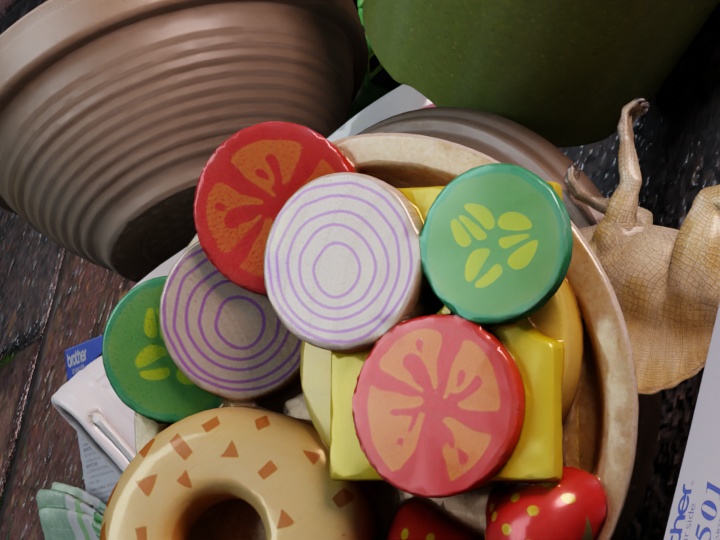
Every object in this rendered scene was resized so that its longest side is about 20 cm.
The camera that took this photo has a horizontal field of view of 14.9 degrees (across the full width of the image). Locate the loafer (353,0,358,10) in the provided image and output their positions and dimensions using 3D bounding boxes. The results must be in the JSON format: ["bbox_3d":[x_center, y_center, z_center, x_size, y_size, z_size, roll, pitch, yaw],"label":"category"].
[{"bbox_3d":[0.007,-0.181,1.389,0.200,0.073,0.071,-44,35,52],"label":"loafer"}]

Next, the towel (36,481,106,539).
[{"bbox_3d":[-0.108,0.185,1.297,0.200,0.023,0.153,8,104,64],"label":"towel"}]

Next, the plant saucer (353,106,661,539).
[{"bbox_3d":[0.027,0.038,1.050,0.200,0.029,0.200,5,97,42],"label":"plant saucer"}]

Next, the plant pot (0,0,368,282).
[{"bbox_3d":[-0.083,-0.057,1.300,0.201,0.201,0.093,-50,53,45],"label":"plant pot"}]

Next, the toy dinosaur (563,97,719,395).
[{"bbox_3d":[0.119,0.000,0.946,0.200,0.058,0.101,16,72,37],"label":"toy dinosaur"}]

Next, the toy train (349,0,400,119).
[{"bbox_3d":[0.014,-0.110,1.364,0.200,0.042,0.056,-43,44,53],"label":"toy train"}]

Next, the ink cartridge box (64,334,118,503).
[{"bbox_3d":[-0.094,0.126,1.324,0.119,0.042,0.200,-22,78,64],"label":"ink cartridge box"}]

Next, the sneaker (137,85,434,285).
[{"bbox_3d":[0.000,0.000,1.223,0.200,0.105,0.075,-37,-13,1],"label":"sneaker"}]

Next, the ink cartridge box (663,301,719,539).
[{"bbox_3d":[0.153,0.017,0.793,0.044,0.094,0.200,-15,58,67],"label":"ink cartridge box"}]

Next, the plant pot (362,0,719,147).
[{"bbox_3d":[0.083,-0.153,1.043,0.200,0.200,0.190,-93,16,-46],"label":"plant pot"}]

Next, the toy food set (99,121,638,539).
[{"bbox_3d":[-0.001,0.046,0.940,0.200,0.049,0.198,-3,84,28],"label":"toy food set"}]

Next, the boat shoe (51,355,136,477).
[{"bbox_3d":[-0.055,0.120,1.131,0.065,0.200,0.074,-32,-6,-11],"label":"boat shoe"}]
